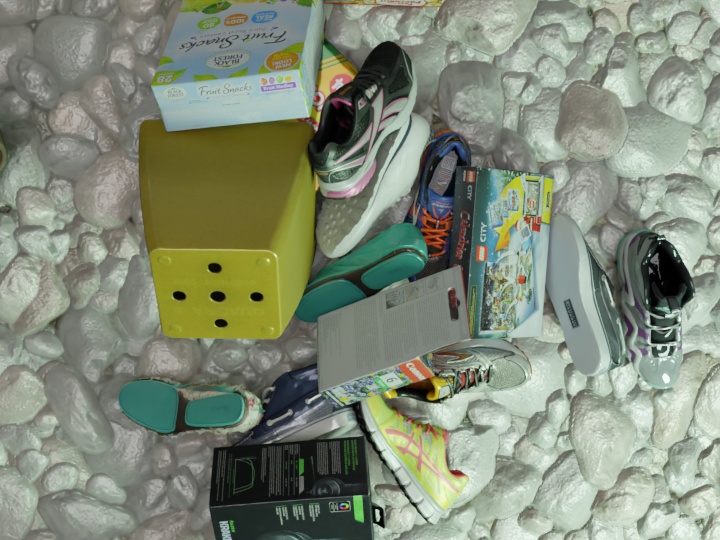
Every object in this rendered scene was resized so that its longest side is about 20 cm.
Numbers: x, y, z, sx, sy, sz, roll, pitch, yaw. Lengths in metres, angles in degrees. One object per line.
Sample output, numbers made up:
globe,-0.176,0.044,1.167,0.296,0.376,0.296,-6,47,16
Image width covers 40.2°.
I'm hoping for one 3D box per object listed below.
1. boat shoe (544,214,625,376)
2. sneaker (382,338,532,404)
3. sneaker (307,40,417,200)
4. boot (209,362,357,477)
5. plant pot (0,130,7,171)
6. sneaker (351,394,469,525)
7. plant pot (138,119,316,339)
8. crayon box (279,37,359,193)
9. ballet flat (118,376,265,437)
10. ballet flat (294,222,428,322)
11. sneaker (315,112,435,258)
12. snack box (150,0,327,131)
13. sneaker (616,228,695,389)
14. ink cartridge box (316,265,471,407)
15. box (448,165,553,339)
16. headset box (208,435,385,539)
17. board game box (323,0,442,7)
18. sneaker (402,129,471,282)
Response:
boat shoe,0.281,0.027,1.217,0.067,0.072,0.203,-10,79,-33
sneaker,0.112,0.131,1.203,0.197,0.082,0.079,-2,120,1
sneaker,0.002,-0.182,1.102,0.079,0.087,0.202,9,65,26
boot,-0.106,0.188,1.227,0.198,0.073,0.091,-24,72,4
plant pot,-0.528,-0.193,1.137,0.198,0.200,0.176,-19,79,0
sneaker,0.062,0.212,1.226,0.090,0.078,0.201,-35,100,-7
plant pot,-0.151,-0.034,1.104,0.197,0.178,0.202,1,134,-1
crayon box,-0.069,-0.169,1.203,0.127,0.051,0.200,42,93,-4
ballet flat,-0.205,0.172,1.209,0.198,0.064,0.077,4,78,26
ballet flat,0.000,0.000,1.202,0.199,0.071,0.067,-27,128,29
sneaker,0.021,-0.097,1.178,0.076,0.080,0.201,39,100,41
snack box,-0.131,-0.249,1.113,0.166,0.202,0.068,-5,135,9
sneaker,0.360,0.052,1.179,0.077,0.140,0.203,-13,94,0
ink cartridge box,0.044,0.079,1.159,0.198,0.110,0.050,-21,139,21
box,0.168,-0.020,1.187,0.135,0.037,0.203,1,95,-38
headset box,-0.070,0.296,1.177,0.197,0.093,0.176,-4,128,-1
board game box,0.003,-0.402,1.189,0.197,0.046,0.154,2,94,-1
sneaker,0.091,-0.073,1.198,0.074,0.078,0.203,8,94,-1
